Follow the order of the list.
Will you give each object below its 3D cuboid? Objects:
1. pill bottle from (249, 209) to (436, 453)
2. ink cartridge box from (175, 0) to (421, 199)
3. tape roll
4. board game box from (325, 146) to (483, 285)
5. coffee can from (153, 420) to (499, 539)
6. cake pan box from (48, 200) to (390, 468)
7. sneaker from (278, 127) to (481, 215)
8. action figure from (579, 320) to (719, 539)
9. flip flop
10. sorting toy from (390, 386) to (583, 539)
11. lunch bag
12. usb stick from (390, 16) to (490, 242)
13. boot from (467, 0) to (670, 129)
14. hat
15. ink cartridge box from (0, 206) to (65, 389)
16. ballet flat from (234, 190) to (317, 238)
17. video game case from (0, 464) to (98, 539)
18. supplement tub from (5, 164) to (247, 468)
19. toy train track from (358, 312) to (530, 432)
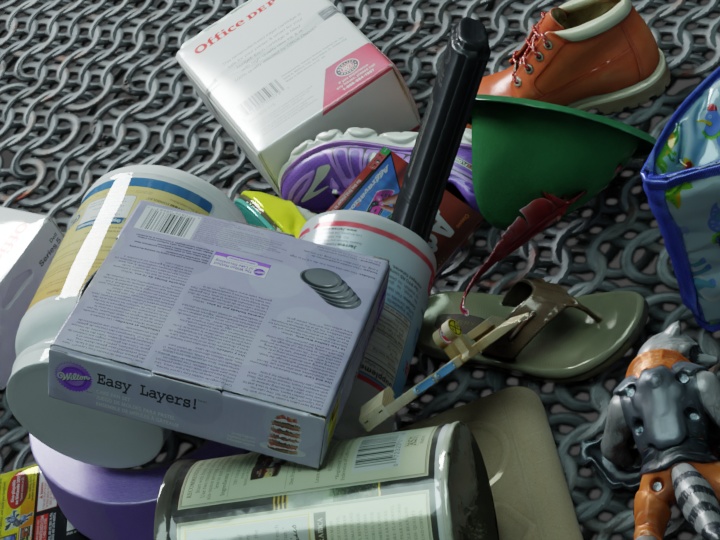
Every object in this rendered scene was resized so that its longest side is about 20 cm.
[{"bbox_3d":[-0.017,0.064,1.407,0.109,0.109,0.200,1,59,29],"label":"pill bottle"},{"bbox_3d":[-0.058,-0.166,1.728,0.146,0.083,0.200,-34,43,-5],"label":"ink cartridge box"},{"bbox_3d":[-0.156,0.122,1.496,0.200,0.066,0.200,-8,46,8],"label":"tape roll"},{"bbox_3d":[0.000,0.000,1.512,0.103,0.019,0.200,36,66,8],"label":"board game box"},{"bbox_3d":[-0.019,0.186,1.270,0.200,0.146,0.146,-9,46,15],"label":"coffee can"},{"bbox_3d":[-0.096,0.037,1.291,0.200,0.052,0.184,13,35,5],"label":"cake pan box"},{"bbox_3d":[0.020,-0.071,1.602,0.200,0.081,0.083,-5,54,24],"label":"sneaker"},{"bbox_3d":[0.243,0.115,1.285,0.200,0.105,0.194,-22,52,11],"label":"action figure"},{"bbox_3d":[0.122,0.036,1.455,0.200,0.058,0.081,4,52,32],"label":"flip flop"},{"bbox_3d":[0.054,0.185,1.373,0.200,0.036,0.185,-18,44,6],"label":"sorting toy"},{"bbox_3d":[0.304,-0.065,1.371,0.200,0.170,0.127,-34,42,-6],"label":"lunch bag"},{"bbox_3d":[0.059,-0.097,1.449,0.033,0.200,0.055,13,35,-6],"label":"usb stick"},{"bbox_3d":[0.151,-0.174,1.606,0.200,0.107,0.075,-19,45,13],"label":"boot"},{"bbox_3d":[0.129,-0.035,1.494,0.166,0.200,0.176,4,81,56],"label":"hat"},{"bbox_3d":[-0.370,0.014,1.725,0.200,0.084,0.146,12,57,36],"label":"ink cartridge box"},{"bbox_3d":[-0.034,-0.008,1.585,0.067,0.067,0.200,-25,46,-16],"label":"ballet flat"},{"bbox_3d":[-0.268,0.239,1.499,0.181,0.026,0.200,-17,44,13],"label":"video game case"},{"bbox_3d":[-0.174,0.034,1.438,0.145,0.145,0.200,-3,45,26],"label":"supplement tub"},{"bbox_3d":[0.050,0.064,1.348,0.115,0.033,0.200,-39,-4,32],"label":"toy train track"}]
